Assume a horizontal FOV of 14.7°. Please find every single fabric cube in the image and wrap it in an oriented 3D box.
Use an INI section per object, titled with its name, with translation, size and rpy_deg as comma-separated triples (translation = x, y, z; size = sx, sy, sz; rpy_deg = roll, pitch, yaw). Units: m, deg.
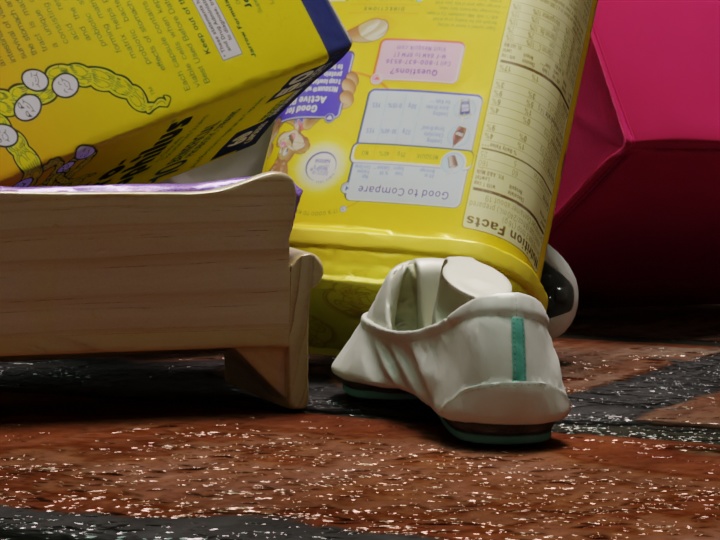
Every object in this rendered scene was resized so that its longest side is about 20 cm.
[fabric cube]
translation = 0.158, -0.104, 1.571
size = 0.198, 0.201, 0.196
rpy_deg = -2, -27, -30

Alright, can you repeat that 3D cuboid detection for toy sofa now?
[toy sofa]
translation = -0.121, 0.007, 1.133
size = 0.199, 0.098, 0.083
rpy_deg = -2, 5, -23

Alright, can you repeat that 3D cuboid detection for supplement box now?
[supplement box]
translation = -0.125, -0.091, 1.212
size = 0.199, 0.110, 0.109
rpy_deg = -24, -9, -33

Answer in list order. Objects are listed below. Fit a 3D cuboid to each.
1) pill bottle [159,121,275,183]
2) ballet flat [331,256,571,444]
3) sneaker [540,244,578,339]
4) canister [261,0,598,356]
[pill bottle]
translation = -0.133, -0.084, 1.405
size = 0.113, 0.114, 0.199
rpy_deg = -3, 11, -39
[ballet flat]
translation = 0.037, 0.026, 1.120
size = 0.069, 0.070, 0.200
rpy_deg = -1, 4, -15
[sneaker]
translation = 0.031, 0.006, 1.394
size = 0.199, 0.076, 0.081
rpy_deg = 4, -3, 39
[canister]
translation = 0.029, -0.065, 1.314
size = 0.148, 0.201, 0.087
rpy_deg = 4, -25, 21
